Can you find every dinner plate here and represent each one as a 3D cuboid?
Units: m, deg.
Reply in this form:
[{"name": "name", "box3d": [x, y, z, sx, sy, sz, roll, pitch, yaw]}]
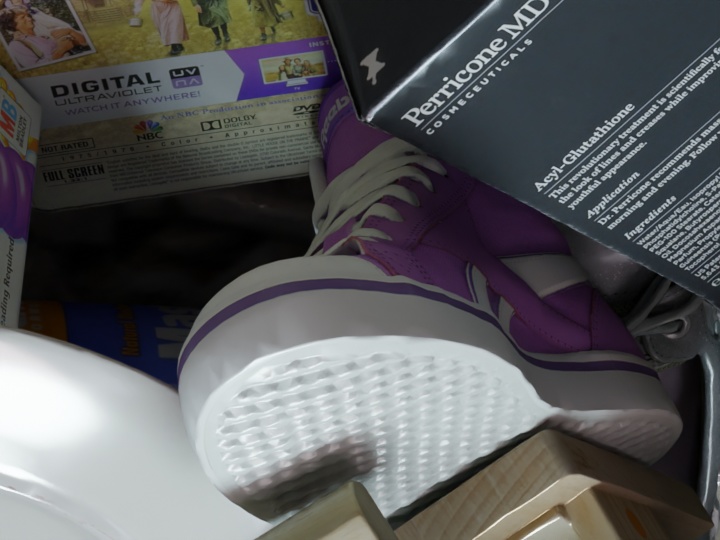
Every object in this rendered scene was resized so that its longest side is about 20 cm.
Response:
[{"name": "dinner plate", "box3d": [-0.118, 0.070, 0.732, 0.200, 0.024, 0.200, 1, 148, 0]}]

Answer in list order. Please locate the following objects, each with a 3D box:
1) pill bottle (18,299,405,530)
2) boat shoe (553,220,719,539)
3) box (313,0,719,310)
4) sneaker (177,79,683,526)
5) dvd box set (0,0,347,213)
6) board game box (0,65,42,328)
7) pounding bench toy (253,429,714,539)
[{"name": "pill bottle", "box3d": [-0.083, 0.064, 0.851, 0.199, 0.112, 0.112, 3, 139, -12]}, {"name": "boat shoe", "box3d": [0.075, 0.039, 0.867, 0.074, 0.065, 0.202, -6, 128, -1]}, {"name": "box", "box3d": [0.103, -0.098, 0.682, 0.200, 0.079, 0.141, -42, 139, 23]}, {"name": "sneaker", "box3d": [0.000, 0.000, 0.723, 0.073, 0.114, 0.200, -32, 160, 18]}, {"name": "dvd box set", "box3d": [-0.031, -0.096, 0.728, 0.146, 0.029, 0.200, -9, 141, 3]}, {"name": "board game box", "box3d": [-0.193, -0.001, 0.740, 0.200, 0.105, 0.103, -16, 141, 25]}, {"name": "pounding bench toy", "box3d": [0.041, 0.139, 0.714, 0.124, 0.156, 0.200, -35, 158, 13]}]
